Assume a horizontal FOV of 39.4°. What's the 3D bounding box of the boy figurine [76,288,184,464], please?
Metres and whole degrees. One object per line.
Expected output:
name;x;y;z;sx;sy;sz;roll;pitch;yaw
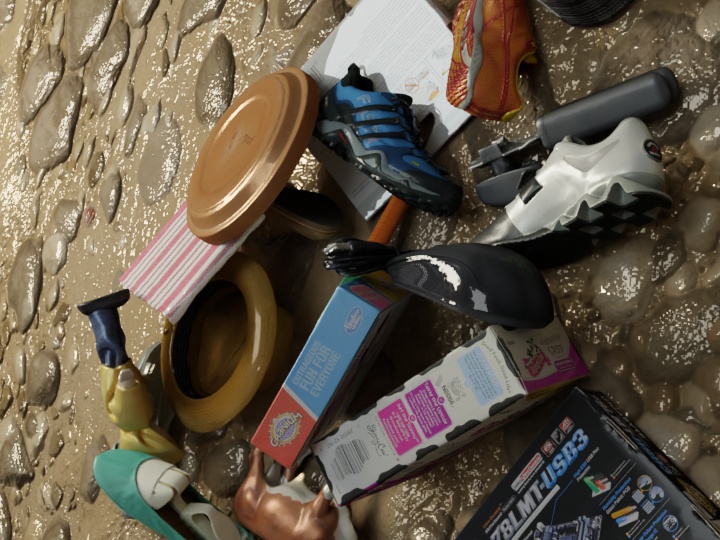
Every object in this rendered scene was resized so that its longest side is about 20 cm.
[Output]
boy figurine;-0.242;0.122;1.059;0.124;0.064;0.201;156;94;-75

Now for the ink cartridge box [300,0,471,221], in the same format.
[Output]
ink cartridge box;0.028;-0.180;1.030;0.200;0.043;0.174;-44;74;23

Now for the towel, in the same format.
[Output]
towel;-0.181;-0.019;1.079;0.147;0.030;0.200;-51;28;-9

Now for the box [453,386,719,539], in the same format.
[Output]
box;0.180;0.229;0.772;0.200;0.050;0.199;-55;49;15

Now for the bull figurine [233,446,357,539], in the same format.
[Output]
bull figurine;-0.048;0.232;0.961;0.199;0.065;0.122;16;87;42

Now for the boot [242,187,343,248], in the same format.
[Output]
boot;-0.087;-0.054;1.086;0.200;0.073;0.076;26;110;49

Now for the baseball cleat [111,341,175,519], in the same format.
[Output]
baseball cleat;-0.255;0.182;1.156;0.106;0.070;0.201;-12;66;45

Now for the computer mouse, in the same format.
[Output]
computer mouse;0.075;-0.002;0.820;0.200;0.138;0.053;19;101;48

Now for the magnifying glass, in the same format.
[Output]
magnifying glass;0.000;0.000;0.970;0.022;0.080;0.201;29;75;6

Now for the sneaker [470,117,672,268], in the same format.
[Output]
sneaker;0.169;-0.061;0.842;0.200;0.074;0.089;-26;56;44

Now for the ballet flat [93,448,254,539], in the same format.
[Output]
ballet flat;-0.176;0.238;1.010;0.200;0.067;0.070;43;127;-4

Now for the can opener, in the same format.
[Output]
can opener;0.184;-0.111;0.878;0.199;0.053;0.067;-18;98;36

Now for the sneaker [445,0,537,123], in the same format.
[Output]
sneaker;0.128;-0.221;0.944;0.073;0.077;0.201;137;147;-60

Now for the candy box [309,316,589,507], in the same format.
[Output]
candy box;0.075;0.116;0.833;0.200;0.136;0.061;-38;72;28

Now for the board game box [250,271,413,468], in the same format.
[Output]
board game box;-0.016;0.077;0.895;0.040;0.200;0.154;31;100;8

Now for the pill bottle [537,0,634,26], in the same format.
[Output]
pill bottle;0.156;-0.291;0.841;0.106;0.200;0.107;-13;69;38

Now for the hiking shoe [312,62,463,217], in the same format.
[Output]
hiking shoe;0.029;-0.127;0.956;0.200;0.074;0.087;38;94;30

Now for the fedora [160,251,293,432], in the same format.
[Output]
fedora;-0.133;0.078;1.069;0.200;0.082;0.202;-13;72;44

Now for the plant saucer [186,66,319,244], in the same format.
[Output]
plant saucer;-0.117;-0.121;1.022;0.200;0.032;0.201;-36;38;34
